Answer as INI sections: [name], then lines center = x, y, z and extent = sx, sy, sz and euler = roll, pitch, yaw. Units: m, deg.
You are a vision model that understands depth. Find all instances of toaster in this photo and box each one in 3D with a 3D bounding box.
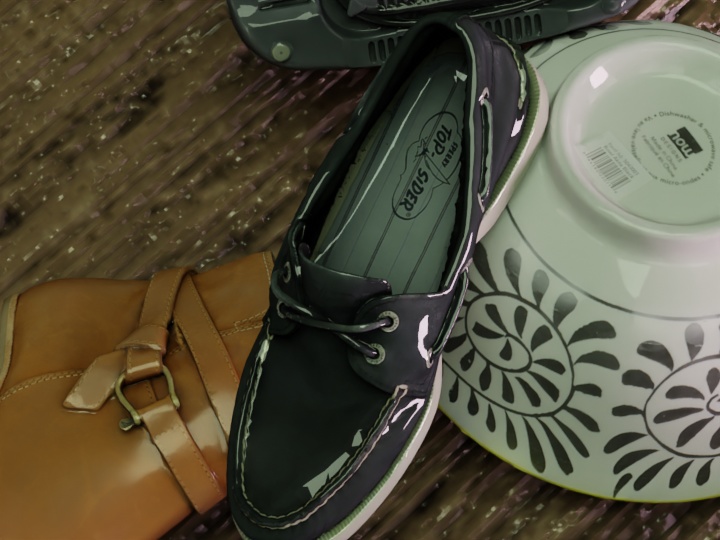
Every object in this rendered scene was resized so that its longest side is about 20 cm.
[toaster]
center = 0.032, -0.154, 0.985
extent = 0.198, 0.114, 0.129
euler = -11, 26, -1

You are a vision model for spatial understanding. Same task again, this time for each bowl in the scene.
[bowl]
center = 0.107, -0.025, 0.949
extent = 0.199, 0.094, 0.202
euler = 2, 58, -3

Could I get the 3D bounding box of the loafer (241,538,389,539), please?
[loafer]
center = 0.032, 0.134, 0.931
extent = 0.198, 0.071, 0.074
euler = 9, 111, 14

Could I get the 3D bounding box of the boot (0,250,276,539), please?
[boot]
center = -0.082, 0.080, 0.918
extent = 0.154, 0.074, 0.201
euler = -14, 57, -3

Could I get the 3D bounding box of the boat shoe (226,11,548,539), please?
[boat shoe]
center = 0.002, 0.001, 0.876
extent = 0.074, 0.066, 0.200
euler = 26, 80, 26
